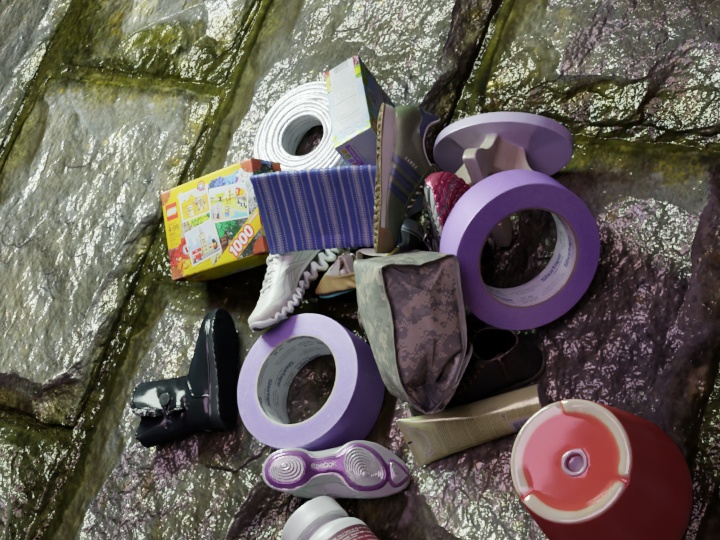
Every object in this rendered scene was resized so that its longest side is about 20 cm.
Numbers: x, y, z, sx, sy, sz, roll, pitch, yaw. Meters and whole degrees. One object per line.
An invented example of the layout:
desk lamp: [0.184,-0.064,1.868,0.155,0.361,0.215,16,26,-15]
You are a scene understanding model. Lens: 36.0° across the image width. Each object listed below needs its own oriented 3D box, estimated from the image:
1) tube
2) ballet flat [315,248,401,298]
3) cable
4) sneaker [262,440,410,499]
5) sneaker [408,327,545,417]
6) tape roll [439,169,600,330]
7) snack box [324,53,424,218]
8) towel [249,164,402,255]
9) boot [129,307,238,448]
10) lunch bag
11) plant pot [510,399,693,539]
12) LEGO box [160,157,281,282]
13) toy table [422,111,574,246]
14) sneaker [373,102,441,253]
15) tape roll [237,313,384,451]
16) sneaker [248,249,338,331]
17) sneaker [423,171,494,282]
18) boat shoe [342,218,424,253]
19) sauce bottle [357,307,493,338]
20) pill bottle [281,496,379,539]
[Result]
tube: [0.150,0.200,1.459,0.199,0.052,0.058,-21,67,20]
ballet flat: [0.000,0.000,1.609,0.200,0.069,0.063,-8,101,49]
cable: [-0.078,-0.206,1.780,0.199,0.069,0.201,-13,62,25]
sneaker: [-0.030,0.276,1.523,0.199,0.100,0.075,2,71,6]
sneaker: [0.136,0.132,1.468,0.200,0.106,0.075,-28,56,16]
tape roll: [0.207,-0.026,1.440,0.200,0.200,0.066,-45,26,4]
snack box: [0.023,-0.193,1.621,0.068,0.169,0.200,-29,37,16]
towel: [-0.046,-0.084,1.570,0.199,0.145,0.024,-4,41,8]
boot: [-0.277,0.166,1.717,0.167,0.076,0.201,-12,68,22]
lunch bag: [0.069,0.080,1.427,0.117,0.164,0.201,-9,94,-12]
plant pot: [0.272,0.242,1.292,0.200,0.177,0.201,-13,62,25]
LEGO box: [-0.211,-0.076,1.751,0.199,0.077,0.150,-17,78,34]
toy table: [0.187,-0.134,1.533,0.199,0.184,0.117,-10,47,33]
sneaker: [0.066,-0.121,1.483,0.089,0.067,0.201,2,97,-6]
tape roll: [-0.072,0.169,1.590,0.199,0.085,0.201,-13,61,26]
sneaker: [-0.115,0.011,1.646,0.075,0.081,0.200,-24,23,48]
sneaker: [0.118,-0.052,1.508,0.074,0.200,0.081,17,56,34]
boat shoe: [0.001,-0.056,1.669,0.199,0.070,0.066,15,74,27]
sauce bottle: [0.094,0.070,1.551,0.199,0.065,0.065,8,72,32]
pill bottle: [-0.010,0.391,1.431,0.110,0.110,0.200,-49,53,2]
